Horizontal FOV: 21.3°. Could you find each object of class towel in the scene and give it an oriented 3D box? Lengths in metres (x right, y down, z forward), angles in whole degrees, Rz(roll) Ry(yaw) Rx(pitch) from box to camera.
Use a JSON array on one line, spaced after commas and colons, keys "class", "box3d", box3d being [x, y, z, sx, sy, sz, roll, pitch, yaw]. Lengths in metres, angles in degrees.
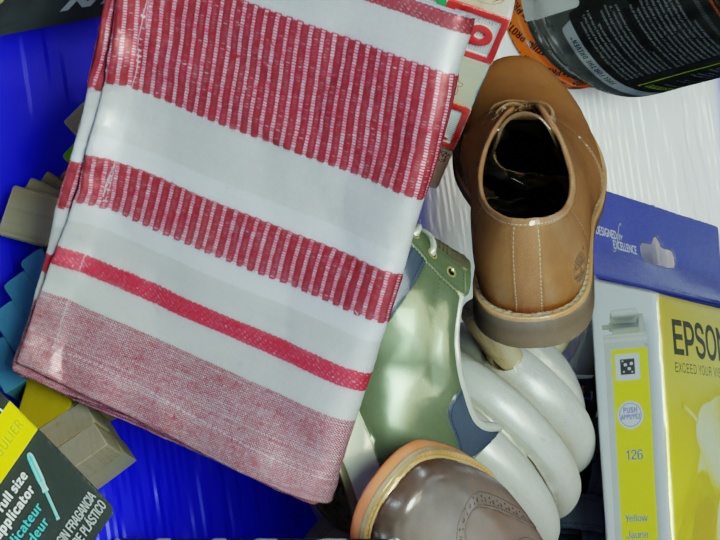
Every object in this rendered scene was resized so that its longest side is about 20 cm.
[{"class": "towel", "box3d": [-0.049, -0.024, 0.738, 0.023, 0.144, 0.200, -28, 137, -68]}]

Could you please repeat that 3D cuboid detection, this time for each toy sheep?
[{"class": "toy sheep", "box3d": [0.043, 0.083, 0.890, 0.200, 0.138, 0.138, -46, 112, -16]}]

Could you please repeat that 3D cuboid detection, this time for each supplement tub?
[{"class": "supplement tub", "box3d": [0.173, -0.159, 0.984, 0.122, 0.200, 0.123, 7, 79, -38]}]

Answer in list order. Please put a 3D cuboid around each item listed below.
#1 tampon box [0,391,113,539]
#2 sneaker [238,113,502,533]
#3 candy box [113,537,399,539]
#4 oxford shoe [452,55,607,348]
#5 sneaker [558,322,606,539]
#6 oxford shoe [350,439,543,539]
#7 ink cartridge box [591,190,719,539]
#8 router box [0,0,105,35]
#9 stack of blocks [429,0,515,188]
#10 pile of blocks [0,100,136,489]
[{"class": "tampon box", "box3d": [-0.222, 0.076, 0.677, 0.200, 0.126, 0.150, 48, 56, -23]}, {"class": "sneaker", "box3d": [0.000, 0.000, 0.794, 0.090, 0.067, 0.201, -19, 95, -22]}, {"class": "candy box", "box3d": [-0.016, 0.169, 0.783, 0.136, 0.200, 0.061, 42, 59, -26]}, {"class": "oxford shoe", "box3d": [0.077, -0.053, 0.860, 0.200, 0.071, 0.071, -91, 176, -56]}, {"class": "sneaker", "box3d": [0.109, 0.105, 0.972, 0.079, 0.078, 0.200, 56, 43, -32]}, {"class": "oxford shoe", "box3d": [0.062, 0.133, 0.786, 0.071, 0.073, 0.200, -53, 139, -10]}, {"class": "ink cartridge box", "box3d": [0.170, 0.064, 0.960, 0.198, 0.047, 0.201, 9, 78, -60]}, {"class": "router box", "box3d": [-0.104, -0.196, 0.838, 0.200, 0.052, 0.158, -17, 81, -37]}, {"class": "stack of blocks", "box3d": [0.042, -0.153, 0.921, 0.058, 0.115, 0.200, 18, 49, -4]}, {"class": "pile of blocks", "box3d": [-0.114, 0.008, 0.830, 0.062, 0.082, 0.200, 61, 48, -72]}]
